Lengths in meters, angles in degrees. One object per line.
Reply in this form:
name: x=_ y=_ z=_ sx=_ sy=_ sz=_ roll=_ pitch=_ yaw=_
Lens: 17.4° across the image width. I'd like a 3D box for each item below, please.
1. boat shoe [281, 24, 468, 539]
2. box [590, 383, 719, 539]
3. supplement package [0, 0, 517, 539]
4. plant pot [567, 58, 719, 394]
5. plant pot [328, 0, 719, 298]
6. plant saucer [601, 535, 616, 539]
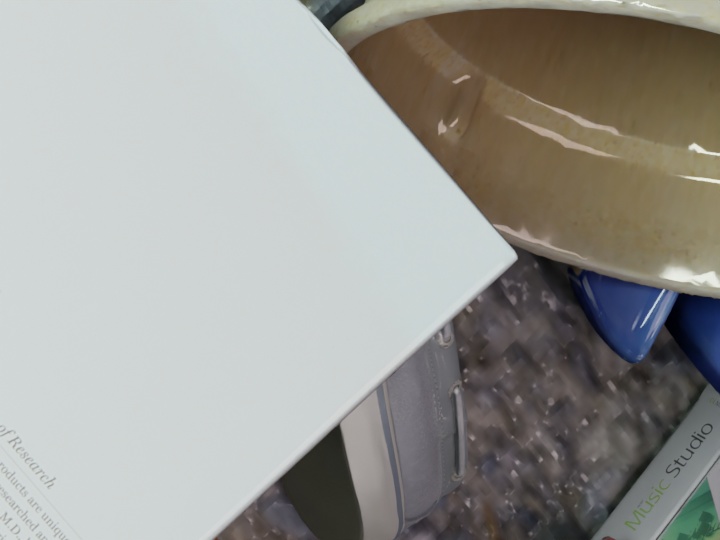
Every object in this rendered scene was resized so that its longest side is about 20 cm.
boat shoe: x=0.001 y=0.001 z=0.820 sx=0.071 sy=0.070 sz=0.202 roll=-26 pitch=122 yaw=-33
box: x=0.165 y=0.159 z=0.982 sx=0.200 sy=0.036 sz=0.145 roll=42 pitch=83 yaw=-32
supplement package: x=-0.090 y=0.014 z=0.634 sx=0.200 sy=0.151 sz=0.152 roll=-42 pitch=90 yaw=-10
plant pot: x=0.182 y=-0.022 z=0.822 sx=0.179 sy=0.200 sz=0.201 roll=27 pitch=93 yaw=3
plant pot: x=0.105 y=-0.111 z=0.666 sx=0.200 sy=0.200 sz=0.185 roll=27 pitch=69 yaw=-34
plant saucer: x=0.157 y=0.223 z=0.882 sx=0.037 sy=0.201 sz=0.199 roll=-38 pitch=126 yaw=20
